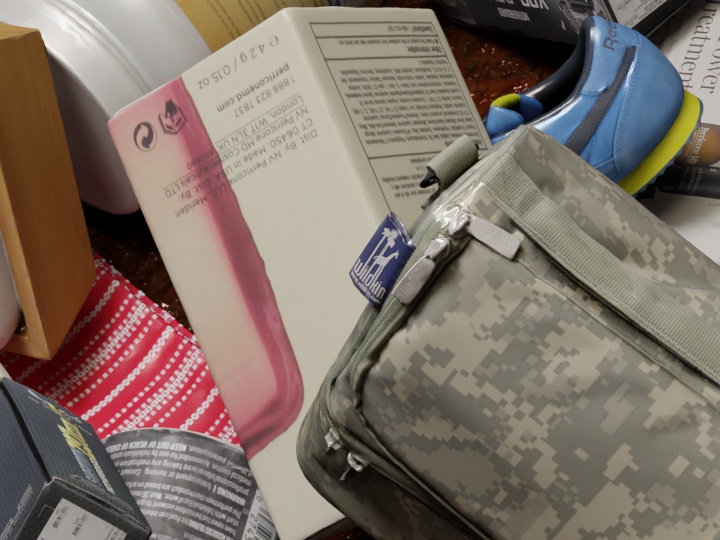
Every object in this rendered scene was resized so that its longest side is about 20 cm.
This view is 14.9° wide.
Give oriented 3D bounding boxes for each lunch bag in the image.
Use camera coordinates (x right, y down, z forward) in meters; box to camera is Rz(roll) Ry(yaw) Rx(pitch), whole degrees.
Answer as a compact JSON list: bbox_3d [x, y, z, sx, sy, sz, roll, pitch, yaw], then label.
[{"bbox_3d":[0.087,0.048,0.993,0.200,0.168,0.140,37,62,3],"label":"lunch bag"}]

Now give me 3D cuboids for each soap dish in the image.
[{"bbox_3d":[-0.217,-0.051,1.301,0.199,0.158,0.081,12,34,41],"label":"soap dish"}]

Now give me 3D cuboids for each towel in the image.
[{"bbox_3d":[-0.141,0.064,1.292,0.144,0.023,0.200,-39,52,-18],"label":"towel"}]

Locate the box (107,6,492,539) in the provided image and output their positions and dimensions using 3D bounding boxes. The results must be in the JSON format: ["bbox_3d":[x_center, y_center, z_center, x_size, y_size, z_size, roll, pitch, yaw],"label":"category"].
[{"bbox_3d":[0.000,0.000,1.166,0.109,0.128,0.201,-28,79,30],"label":"box"}]

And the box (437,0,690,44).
[{"bbox_3d":[0.146,-0.191,1.381,0.200,0.050,0.157,-39,27,-20],"label":"box"}]

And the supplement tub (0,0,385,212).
[{"bbox_3d":[-0.085,-0.139,1.359,0.144,0.145,0.200,28,61,32],"label":"supplement tub"}]

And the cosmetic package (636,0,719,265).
[{"bbox_3d":[0.189,-0.044,1.283,0.150,0.052,0.201,9,53,19],"label":"cosmetic package"}]

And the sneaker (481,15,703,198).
[{"bbox_3d":[0.061,-0.032,1.240,0.200,0.078,0.066,-46,23,16],"label":"sneaker"}]

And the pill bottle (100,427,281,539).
[{"bbox_3d":[-0.093,0.173,1.129,0.106,0.107,0.201,3,52,17],"label":"pill bottle"}]

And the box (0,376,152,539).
[{"bbox_3d":[-0.163,0.154,1.095,0.201,0.051,0.158,-59,18,3],"label":"box"}]

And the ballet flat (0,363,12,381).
[{"bbox_3d":[-0.178,0.078,1.217,0.063,0.067,0.201,-1,86,7],"label":"ballet flat"}]
